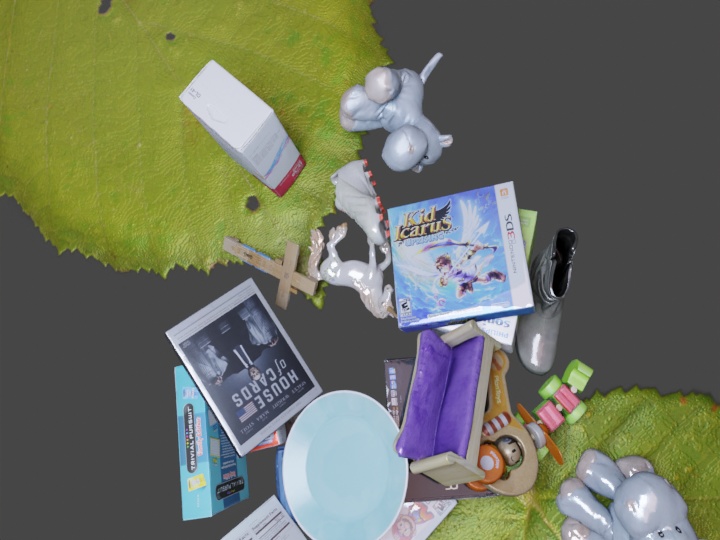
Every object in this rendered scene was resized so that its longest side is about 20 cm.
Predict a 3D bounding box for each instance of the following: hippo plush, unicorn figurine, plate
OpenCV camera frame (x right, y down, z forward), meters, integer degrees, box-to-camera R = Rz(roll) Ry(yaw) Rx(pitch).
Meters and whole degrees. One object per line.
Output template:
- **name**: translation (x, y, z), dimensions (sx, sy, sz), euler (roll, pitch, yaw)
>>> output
- **hippo plush**: translation (0.063, -0.242, 0.920), dimensions (0.197, 0.157, 0.165), euler (-28, 93, -42)
- **unicorn figurine**: translation (0.000, 0.000, 0.896), dimensions (0.194, 0.074, 0.142), euler (8, 79, 27)
- **plate**: translation (-0.021, 0.272, 0.748), dimensions (0.194, 0.025, 0.208), euler (-8, 72, 25)
- **hippo plush**: translation (0.351, 0.343, 0.706), dimensions (0.154, 0.161, 0.207), euler (-15, 75, 4)

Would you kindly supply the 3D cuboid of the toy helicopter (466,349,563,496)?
- **toy helicopter**: translation (0.206, 0.207, 0.763), dimensions (0.127, 0.080, 0.207), euler (-1, 61, 2)

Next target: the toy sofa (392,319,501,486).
- **toy sofa**: translation (0.120, 0.169, 0.727), dimensions (0.096, 0.082, 0.204), euler (32, 53, -17)

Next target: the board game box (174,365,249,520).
- **board game box**: translation (-0.223, 0.251, 0.823), dimensions (0.045, 0.151, 0.208), euler (-9, 76, 6)

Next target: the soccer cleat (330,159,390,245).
- **soccer cleat**: translation (-0.002, -0.106, 0.890), dimensions (0.075, 0.070, 0.204), euler (-22, 45, 7)

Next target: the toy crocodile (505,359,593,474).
- **toy crocodile**: translation (0.274, 0.220, 0.804), dimensions (0.067, 0.062, 0.200), euler (43, 87, 15)

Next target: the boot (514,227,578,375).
- **boot**: translation (0.276, 0.047, 0.807), dimensions (0.065, 0.131, 0.208), euler (9, 78, 10)

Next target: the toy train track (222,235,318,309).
- **toy train track**: translation (-0.152, -0.012, 0.931), dimensions (0.195, 0.032, 0.118), euler (25, 113, 20)

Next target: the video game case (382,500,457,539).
- **video game case**: translation (0.019, 0.343, 0.833), dimensions (0.182, 0.024, 0.200), euler (-44, 76, -3)

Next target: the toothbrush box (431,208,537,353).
- **toothbrush box**: translation (0.186, 0.006, 0.844), dimensions (0.141, 0.086, 0.207), euler (10, 77, 20)

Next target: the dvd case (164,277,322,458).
- **dvd case**: translation (-0.165, 0.135, 0.780), dimensions (0.148, 0.025, 0.203), euler (-33, 85, -26)

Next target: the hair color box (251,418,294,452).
- **hair color box**: translation (-0.157, 0.171, 0.852), dimensions (0.062, 0.111, 0.207), euler (-13, 76, 5)

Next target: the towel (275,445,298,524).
- **towel**: translation (-0.036, 0.302, 0.790), dimensions (0.194, 0.048, 0.116), euler (-16, 69, 22)

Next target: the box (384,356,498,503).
- **box**: translation (0.118, 0.234, 0.817), dimensions (0.154, 0.044, 0.208), euler (-3, 72, 2)

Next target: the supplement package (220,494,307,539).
- **supplement package**: translation (-0.135, 0.464, 0.738), dimensions (0.200, 0.149, 0.153), euler (46, 115, 15)

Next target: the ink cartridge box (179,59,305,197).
- **ink cartridge box**: translation (-0.186, -0.226, 0.900), dimensions (0.147, 0.200, 0.086), euler (40, 85, 14)

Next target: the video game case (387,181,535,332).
- **video game case**: translation (0.142, -0.018, 0.795), dimensions (0.193, 0.045, 0.188), euler (-11, 71, 17)
